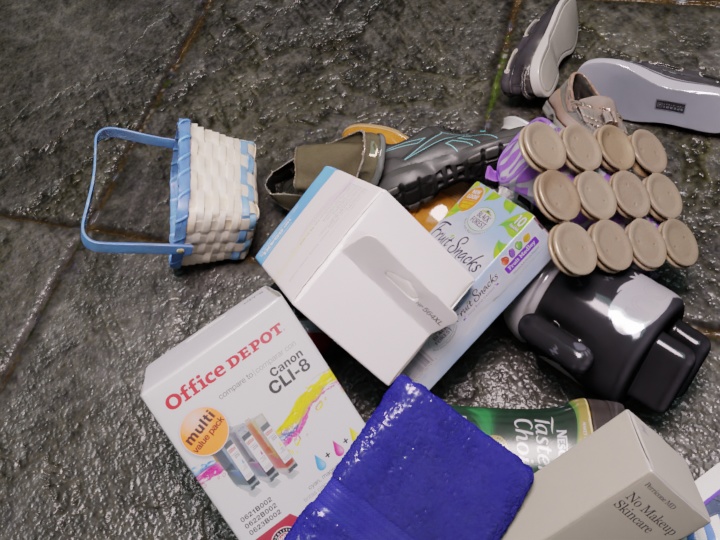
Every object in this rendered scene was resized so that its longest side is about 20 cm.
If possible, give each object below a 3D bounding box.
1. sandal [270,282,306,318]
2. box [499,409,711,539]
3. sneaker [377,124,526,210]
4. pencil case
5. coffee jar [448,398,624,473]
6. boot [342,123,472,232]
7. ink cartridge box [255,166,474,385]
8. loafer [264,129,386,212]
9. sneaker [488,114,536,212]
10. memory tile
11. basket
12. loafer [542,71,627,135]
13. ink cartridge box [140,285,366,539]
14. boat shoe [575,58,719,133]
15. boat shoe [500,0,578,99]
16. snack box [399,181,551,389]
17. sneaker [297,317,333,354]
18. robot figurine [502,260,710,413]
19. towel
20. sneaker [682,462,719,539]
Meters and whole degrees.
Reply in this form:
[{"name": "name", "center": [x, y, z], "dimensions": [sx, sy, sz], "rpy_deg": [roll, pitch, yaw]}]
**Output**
[{"name": "sandal", "center": [-0.048, 0.005, 0.858], "dimensions": [0.201, 0.048, 0.075], "rpy_deg": [-47, 62, 8]}, {"name": "box", "center": [0.171, 0.209, 0.613], "dimensions": [0.200, 0.082, 0.069], "rpy_deg": [-45, 20, 25]}, {"name": "sneaker", "center": [0.106, -0.134, 0.839], "dimensions": [0.196, 0.076, 0.080], "rpy_deg": [-15, 60, 1]}, {"name": "pencil case", "center": [0.232, -0.071, 0.780], "dimensions": [0.199, 0.085, 0.085], "rpy_deg": [37, 45, -14]}, {"name": "coffee jar", "center": [0.152, 0.176, 0.699], "dimensions": [0.196, 0.086, 0.106], "rpy_deg": [-4, 58, 8]}, {"name": "boot", "center": [0.031, -0.087, 0.898], "dimensions": [0.199, 0.071, 0.145], "rpy_deg": [26, 64, 20]}, {"name": "ink cartridge box", "center": [0.000, 0.000, 0.709], "dimensions": [0.126, 0.128, 0.200], "rpy_deg": [-50, 22, -1]}, {"name": "loafer", "center": [-0.045, -0.109, 0.869], "dimensions": [0.199, 0.069, 0.077], "rpy_deg": [-22, 58, 49]}, {"name": "sneaker", "center": [0.222, -0.085, 0.872], "dimensions": [0.199, 0.076, 0.116], "rpy_deg": [35, 87, 24]}, {"name": "memory tile", "center": [0.240, -0.070, 0.721], "dimensions": [0.197, 0.017, 0.156], "rpy_deg": [-3, 71, -31]}, {"name": "basket", "center": [-0.223, -0.089, 0.898], "dimensions": [0.196, 0.140, 0.179], "rpy_deg": [9, 54, -19]}, {"name": "loafer", "center": [0.260, -0.181, 0.860], "dimensions": [0.071, 0.064, 0.201], "rpy_deg": [22, 23, -13]}, {"name": "ink cartridge box", "center": [-0.085, 0.137, 0.682], "dimensions": [0.144, 0.144, 0.202], "rpy_deg": [-35, 99, -10]}, {"name": "boat shoe", "center": [0.368, -0.226, 0.923], "dimensions": [0.197, 0.071, 0.066], "rpy_deg": [18, 46, 25]}, {"name": "boat shoe", "center": [0.240, -0.295, 0.989], "dimensions": [0.060, 0.074, 0.202], "rpy_deg": [2, 51, 35]}, {"name": "snack box", "center": [0.089, 0.014, 0.759], "dimensions": [0.200, 0.053, 0.142], "rpy_deg": [-47, 25, 5]}, {"name": "sneaker", "center": [-0.113, 0.128, 0.792], "dimensions": [0.197, 0.072, 0.114], "rpy_deg": [-20, 52, 8]}, {"name": "robot figurine", "center": [0.232, 0.051, 0.739], "dimensions": [0.199, 0.150, 0.125], "rpy_deg": [36, 85, 30]}, {"name": "towel", "center": [0.032, 0.204, 0.610], "dimensions": [0.147, 0.050, 0.201], "rpy_deg": [36, 85, -4]}, {"name": "sneaker", "center": [0.299, 0.263, 0.616], "dimensions": [0.198, 0.081, 0.147], "rpy_deg": [-32, 53, -15]}]
